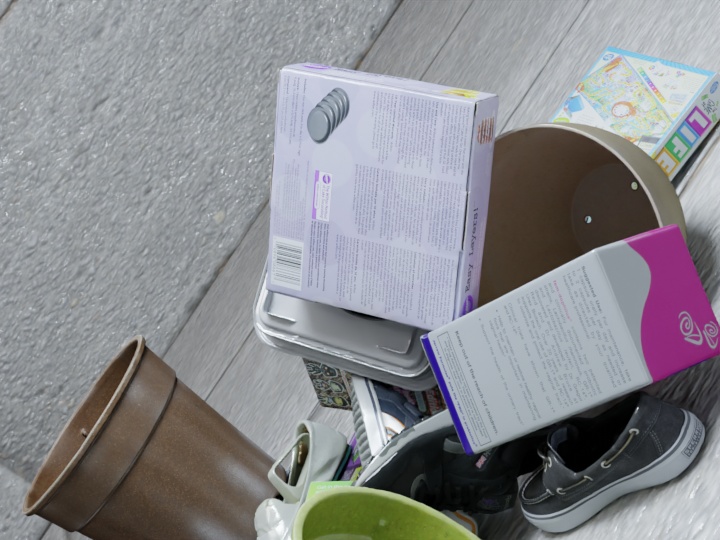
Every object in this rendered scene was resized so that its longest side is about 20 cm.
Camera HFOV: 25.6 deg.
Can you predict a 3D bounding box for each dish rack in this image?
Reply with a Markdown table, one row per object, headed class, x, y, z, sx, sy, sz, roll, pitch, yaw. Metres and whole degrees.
| class | x | y | z | sx | sy | sz | roll | pitch | yaw |
| --- | --- | --- | --- | --- | --- | --- | --- | --- | --- |
| dish rack | 0.000 | 0.000 | 1.369 | 0.043 | 0.198 | 0.174 | 26 | -100 | -64 |

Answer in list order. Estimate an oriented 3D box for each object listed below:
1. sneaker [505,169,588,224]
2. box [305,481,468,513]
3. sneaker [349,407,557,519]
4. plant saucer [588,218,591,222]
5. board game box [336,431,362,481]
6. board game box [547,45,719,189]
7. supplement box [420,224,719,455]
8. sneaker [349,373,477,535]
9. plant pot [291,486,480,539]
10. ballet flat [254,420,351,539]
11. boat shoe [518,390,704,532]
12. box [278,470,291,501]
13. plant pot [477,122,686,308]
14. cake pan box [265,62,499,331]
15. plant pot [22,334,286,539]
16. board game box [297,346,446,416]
| class | x | y | z | sx | sy | sz | roll | pitch | yaw |
| --- | --- | --- | --- | --- | --- | --- | --- | --- | --- |
| sneaker | 0.099 | -0.060 | 1.398 | 0.197 | 0.091 | 0.067 | -12 | 45 | 7 |
| box | 0.010 | 0.254 | 1.329 | 0.142 | 0.037 | 0.201 | -3 | 35 | 15 |
| sneaker | 0.079 | 0.158 | 1.246 | 0.199 | 0.088 | 0.076 | -29 | -26 | -27 |
| plant saucer | 0.222 | -0.095 | 1.596 | 0.202 | 0.039 | 0.201 | -51 | 14 | 17 |
| board game box | 0.019 | 0.163 | 1.513 | 0.201 | 0.032 | 0.120 | -61 | 17 | -21 |
| board game box | 0.251 | -0.138 | 1.493 | 0.135 | 0.034 | 0.200 | -51 | 25 | -1 |
| supplement box | 0.154 | 0.053 | 1.172 | 0.100 | 0.104 | 0.199 | -15 | -11 | -40 |
| sneaker | 0.043 | 0.164 | 1.343 | 0.201 | 0.078 | 0.079 | -109 | 12 | -45 |
| plant pot | 0.005 | 0.293 | 1.150 | 0.186 | 0.198 | 0.201 | -62 | 10 | 22 |
| ballet flat | -0.065 | 0.219 | 1.479 | 0.069 | 0.069 | 0.201 | -44 | 17 | 41 |
| boat shoe | 0.166 | 0.136 | 1.163 | 0.200 | 0.066 | 0.070 | -35 | 24 | 57 |
| box | -0.100 | 0.326 | 1.578 | 0.200 | 0.107 | 0.149 | -45 | 16 | 35 |
| plant pot | 0.186 | -0.029 | 1.299 | 0.200 | 0.201 | 0.134 | -46 | -15 | 34 |
| cake pan box | 0.014 | -0.056 | 1.287 | 0.052 | 0.182 | 0.203 | -19 | -63 | -57 |
| plant pot | -0.190 | 0.200 | 1.536 | 0.201 | 0.197 | 0.201 | -51 | 13 | 17 |
| board game box | 0.066 | 0.046 | 1.444 | 0.197 | 0.097 | 0.160 | 6 | 50 | 24 |
